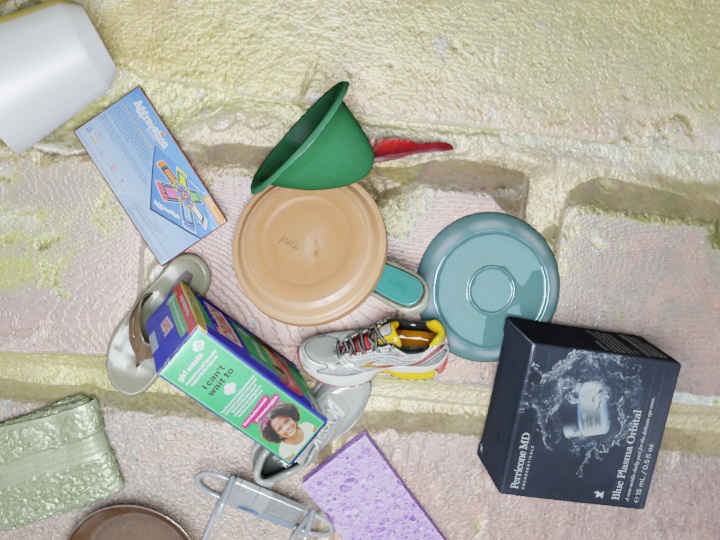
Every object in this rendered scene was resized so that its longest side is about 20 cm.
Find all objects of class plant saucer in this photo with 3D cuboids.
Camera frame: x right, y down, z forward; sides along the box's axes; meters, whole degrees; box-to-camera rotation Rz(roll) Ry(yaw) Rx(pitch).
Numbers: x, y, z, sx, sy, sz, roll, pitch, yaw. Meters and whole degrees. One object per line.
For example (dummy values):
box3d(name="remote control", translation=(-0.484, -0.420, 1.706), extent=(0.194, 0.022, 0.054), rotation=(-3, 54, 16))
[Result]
box3d(name="plant saucer", translation=(-0.065, -0.032, 0.958), extent=(0.197, 0.032, 0.204), rotation=(-3, 73, 9))
box3d(name="plant saucer", translation=(0.172, 0.025, 1.023), extent=(0.197, 0.027, 0.204), rotation=(0, 96, -4))
box3d(name="plant saucer", translation=(-0.298, 0.400, 1.024), extent=(0.197, 0.037, 0.204), rotation=(0, 98, 3))

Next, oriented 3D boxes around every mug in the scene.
box3d(name="mug", translation=(-0.382, -0.256, 0.904), extent=(0.152, 0.149, 0.188), rotation=(-29, 104, -8))

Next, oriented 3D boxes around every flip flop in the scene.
box3d(name="flip flop", translation=(-0.260, 0.069, 0.986), extent=(0.081, 0.058, 0.201), rotation=(35, 93, -7))

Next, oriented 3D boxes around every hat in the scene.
box3d(name="hat", translation=(-0.007, -0.114, 0.941), extent=(0.176, 0.166, 0.200), rotation=(41, 110, -19))

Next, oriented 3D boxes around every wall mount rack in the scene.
box3d(name="wall mount rack", translation=(-0.142, 0.348, 1.019), extent=(0.198, 0.075, 0.175), rotation=(23, 135, -5))

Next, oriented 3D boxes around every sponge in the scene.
box3d(name="sponge", translation=(0.021, 0.330, 1.047), extent=(0.111, 0.030, 0.201), rotation=(-36, 97, 1))

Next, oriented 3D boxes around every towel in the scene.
box3d(name="towel", translation=(-0.419, 0.256, 1.009), extent=(0.197, 0.036, 0.151), rotation=(-17, 98, -1))

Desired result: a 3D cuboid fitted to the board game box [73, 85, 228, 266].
box3d(name="board game box", translation=(-0.264, -0.118, 0.976), extent=(0.102, 0.019, 0.201), rotation=(-33, 92, 2))

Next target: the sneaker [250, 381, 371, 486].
box3d(name="sneaker", translation=(-0.060, 0.210, 0.997), extent=(0.200, 0.092, 0.076), rotation=(-44, 97, 1))

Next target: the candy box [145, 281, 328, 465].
box3d(name="candy box", translation=(-0.151, 0.117, 0.918), extent=(0.199, 0.169, 0.077), rotation=(39, 91, -26))

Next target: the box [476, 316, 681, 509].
box3d(name="box", translation=(0.273, 0.181, 0.988), extent=(0.197, 0.118, 0.200), rotation=(8, 101, -8))

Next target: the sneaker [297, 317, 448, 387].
box3d(name="sneaker", translation=(0.017, 0.093, 0.984), extent=(0.197, 0.079, 0.083), rotation=(-5, 141, -8))

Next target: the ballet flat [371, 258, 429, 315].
box3d(name="ballet flat", translation=(0.000, 0.000, 0.988), extent=(0.199, 0.062, 0.068), rotation=(34, 81, 16))
